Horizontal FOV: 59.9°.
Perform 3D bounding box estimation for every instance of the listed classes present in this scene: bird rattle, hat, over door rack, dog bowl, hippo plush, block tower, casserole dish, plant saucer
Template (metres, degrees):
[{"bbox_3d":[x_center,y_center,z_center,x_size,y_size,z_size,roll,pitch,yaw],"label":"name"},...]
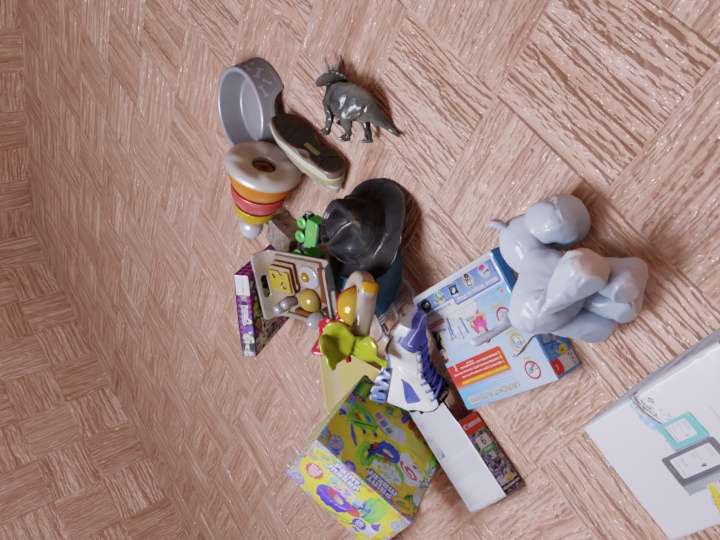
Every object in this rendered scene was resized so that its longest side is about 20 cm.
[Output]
[{"bbox_3d":[-0.008,0.082,1.004,0.200,0.112,0.163,-133,58,-82],"label":"bird rattle"},{"bbox_3d":[-0.015,-0.077,1.044,0.200,0.081,0.201,-24,57,44],"label":"hat"},{"bbox_3d":[0.079,0.133,1.085,0.200,0.067,0.148,59,143,15],"label":"over door rack"},{"bbox_3d":[-0.224,-0.325,1.269,0.200,0.059,0.201,25,125,43],"label":"dog bowl"},{"bbox_3d":[0.246,-0.001,0.783,0.200,0.159,0.161,-42,41,36],"label":"hippo plush"},{"bbox_3d":[-0.119,-0.039,1.270,0.200,0.054,0.058,46,136,30],"label":"block tower"},{"bbox_3d":[0.000,0.000,1.100,0.200,0.039,0.121,30,105,52],"label":"casserole dish"},{"bbox_3d":[-0.001,0.239,1.246,0.200,0.048,0.200,22,126,46],"label":"plant saucer"}]

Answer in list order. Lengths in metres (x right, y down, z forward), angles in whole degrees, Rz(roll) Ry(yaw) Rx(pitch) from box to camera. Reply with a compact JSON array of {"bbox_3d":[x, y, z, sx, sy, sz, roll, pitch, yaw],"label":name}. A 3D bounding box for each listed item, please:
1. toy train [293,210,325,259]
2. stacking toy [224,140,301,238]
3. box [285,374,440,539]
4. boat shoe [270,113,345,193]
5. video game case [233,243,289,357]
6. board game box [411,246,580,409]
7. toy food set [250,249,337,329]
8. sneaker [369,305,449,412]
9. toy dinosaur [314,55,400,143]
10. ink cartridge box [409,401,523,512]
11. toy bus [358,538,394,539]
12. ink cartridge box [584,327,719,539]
[{"bbox_3d":[-0.096,-0.019,1.175,0.056,0.042,0.200,30,129,27],"label":"toy train"},{"bbox_3d":[-0.207,-0.139,1.231,0.146,0.146,0.200,49,137,26],"label":"stacking toy"},{"bbox_3d":[0.015,0.329,1.088,0.200,0.193,0.122,41,125,4],"label":"box"},{"bbox_3d":[-0.104,-0.213,1.165,0.200,0.072,0.076,50,155,28],"label":"boat shoe"},{"bbox_3d":[-0.197,0.053,1.304,0.036,0.200,0.182,5,114,16],"label":"video game case"},{"bbox_3d":[0.192,0.088,0.929,0.200,0.056,0.196,-37,76,52],"label":"board game box"},{"bbox_3d":[-0.121,0.046,1.154,0.200,0.060,0.144,11,121,39],"label":"toy food set"},{"bbox_3d":[0.094,0.156,0.996,0.115,0.081,0.200,25,129,14],"label":"sneaker"},{"bbox_3d":[-0.018,-0.266,1.018,0.200,0.077,0.102,42,142,37],"label":"toy dinosaur"},{"bbox_3d":[0.173,0.295,1.056,0.200,0.050,0.109,57,142,19],"label":"ink cartridge box"},{"bbox_3d":[0.049,0.520,1.292,0.065,0.078,0.200,49,139,27],"label":"toy bus"},{"bbox_3d":[0.375,0.155,0.649,0.146,0.147,0.200,54,142,19],"label":"ink cartridge box"}]
